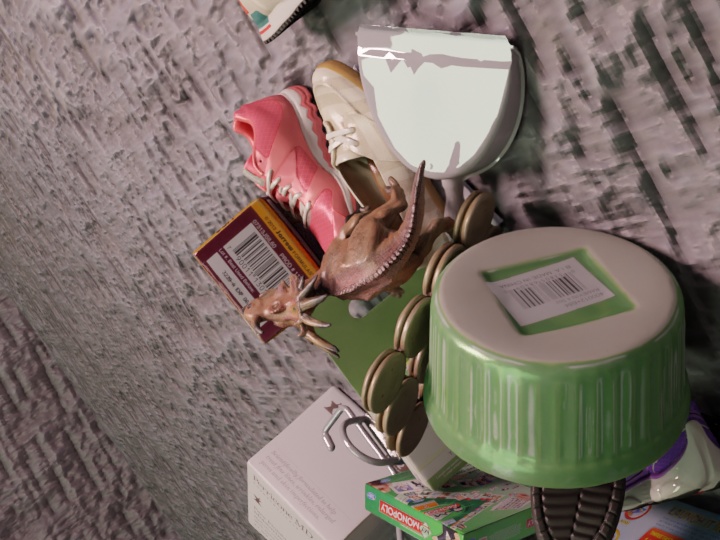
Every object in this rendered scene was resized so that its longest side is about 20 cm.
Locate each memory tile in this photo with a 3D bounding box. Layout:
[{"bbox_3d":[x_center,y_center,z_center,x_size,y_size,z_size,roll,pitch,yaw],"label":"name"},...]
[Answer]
[{"bbox_3d":[0.065,0.046,0.801,0.017,0.201,0.153,22,161,26],"label":"memory tile"}]

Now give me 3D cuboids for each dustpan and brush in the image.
[{"bbox_3d":[0.069,-0.098,0.794,0.139,0.057,0.201,13,118,29],"label":"dustpan and brush"}]

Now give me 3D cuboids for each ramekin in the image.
[{"bbox_3d":[0.142,0.052,0.721,0.199,0.199,0.098,26,136,40],"label":"ramekin"}]

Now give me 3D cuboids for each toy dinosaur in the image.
[{"bbox_3d":[0.000,0.000,0.795,0.086,0.135,0.200,49,138,0],"label":"toy dinosaur"}]

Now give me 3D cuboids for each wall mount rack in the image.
[{"bbox_3d":[0.053,0.214,1.026,0.174,0.199,0.075,52,121,33],"label":"wall mount rack"}]

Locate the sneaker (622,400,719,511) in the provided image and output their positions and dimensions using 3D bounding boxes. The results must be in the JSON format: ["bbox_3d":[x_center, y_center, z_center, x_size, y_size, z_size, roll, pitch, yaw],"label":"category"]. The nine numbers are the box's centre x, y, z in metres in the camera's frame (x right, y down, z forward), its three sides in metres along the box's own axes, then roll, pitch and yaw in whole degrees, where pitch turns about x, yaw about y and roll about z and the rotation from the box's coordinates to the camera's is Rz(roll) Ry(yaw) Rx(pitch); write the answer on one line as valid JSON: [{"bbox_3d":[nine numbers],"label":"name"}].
[{"bbox_3d":[0.245,0.147,0.806,0.200,0.080,0.084,104,153,-70],"label":"sneaker"}]

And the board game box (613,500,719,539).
[{"bbox_3d":[0.228,0.279,0.809,0.056,0.195,0.200,57,165,-10],"label":"board game box"}]

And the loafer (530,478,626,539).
[{"bbox_3d":[0.183,0.147,0.810,0.072,0.201,0.071,3,152,16],"label":"loafer"}]

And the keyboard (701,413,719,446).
[{"bbox_3d":[0.334,0.191,0.772,0.201,0.040,0.104,55,176,-6],"label":"keyboard"}]

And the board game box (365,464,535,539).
[{"bbox_3d":[0.122,0.213,0.940,0.134,0.199,0.029,16,109,50],"label":"board game box"}]

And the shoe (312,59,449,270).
[{"bbox_3d":[0.015,-0.090,0.852,0.201,0.053,0.070,55,150,-11],"label":"shoe"}]

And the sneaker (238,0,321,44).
[{"bbox_3d":[-0.060,-0.259,0.794,0.094,0.070,0.200,51,156,-10],"label":"sneaker"}]

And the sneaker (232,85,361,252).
[{"bbox_3d":[-0.064,-0.083,0.921,0.074,0.086,0.201,107,144,-55],"label":"sneaker"}]

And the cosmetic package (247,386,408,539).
[{"bbox_3d":[-0.040,0.301,1.319,0.165,0.165,0.201,39,150,22],"label":"cosmetic package"}]

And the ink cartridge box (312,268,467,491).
[{"bbox_3d":[0.060,0.080,0.905,0.201,0.145,0.048,55,170,-18],"label":"ink cartridge box"}]

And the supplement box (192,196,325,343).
[{"bbox_3d":[-0.077,-0.010,0.991,0.111,0.085,0.200,52,-170,0],"label":"supplement box"}]

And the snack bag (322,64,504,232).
[{"bbox_3d":[0.032,-0.069,0.930,0.200,0.021,0.189,48,152,8],"label":"snack bag"}]
